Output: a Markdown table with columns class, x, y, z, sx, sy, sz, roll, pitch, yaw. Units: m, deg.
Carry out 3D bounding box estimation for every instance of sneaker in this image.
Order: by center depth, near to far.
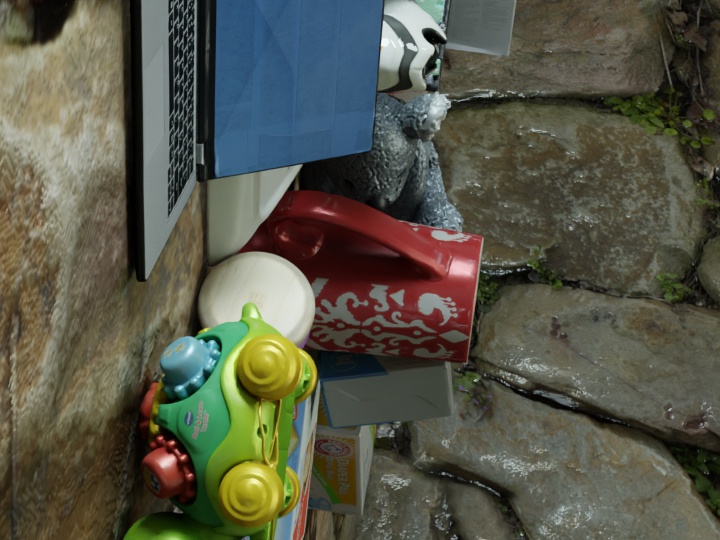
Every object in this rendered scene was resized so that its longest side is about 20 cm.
| class | x | y | z | sx | sy | sz | roll | pitch | yaw |
| --- | --- | --- | --- | --- | --- | --- | --- | --- | --- |
| sneaker | 0.027 | -0.174 | 1.080 | 0.200 | 0.079 | 0.074 | -70 | 170 | -65 |

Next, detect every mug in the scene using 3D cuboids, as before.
| class | x | y | z | sx | sy | sz | roll | pitch | yaw |
| --- | --- | --- | --- | --- | --- | --- | --- | --- | --- |
| mug | -0.002 | 0.012 | 1.172 | 0.178 | 0.198 | 0.135 | 23 | 76 | -85 |

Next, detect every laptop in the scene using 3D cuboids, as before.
| class | x | y | z | sx | sy | sz | roll | pitch | yaw |
| --- | --- | --- | --- | --- | --- | --- | --- | --- | --- |
| laptop | -0.055 | -0.116 | 0.833 | 0.201 | 0.115 | 0.189 | -75 | 171 | -58 |

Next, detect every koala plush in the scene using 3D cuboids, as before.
| class | x | y | z | sx | sy | sz | roll | pitch | yaw |
| --- | --- | --- | --- | --- | --- | --- | --- | --- | --- |
| koala plush | 0.005 | -0.111 | 1.342 | 0.200 | 0.175 | 0.186 | 78 | 6 | -74 |

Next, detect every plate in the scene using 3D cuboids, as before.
| class | x | y | z | sx | sy | sz | roll | pitch | yaw |
| --- | --- | --- | --- | --- | --- | --- | --- | --- | --- |
| plate | -0.055 | -0.128 | 1.018 | 0.201 | 0.032 | 0.200 | 98 | 15 | -47 |

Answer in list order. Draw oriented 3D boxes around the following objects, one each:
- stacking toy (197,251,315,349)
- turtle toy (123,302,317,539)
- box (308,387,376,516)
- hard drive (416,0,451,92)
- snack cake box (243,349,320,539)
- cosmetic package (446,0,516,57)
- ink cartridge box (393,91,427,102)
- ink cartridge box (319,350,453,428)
| class | x | y | z | sx | sy | sz | roll | pitch | yaw |
| --- | --- | --- | --- | --- | --- | --- | --- | --- | --- |
| stacking toy | -0.082 | 0.069 | 1.084 | 0.201 | 0.085 | 0.086 | 100 | 0 | -60 |
| turtle toy | -0.090 | 0.118 | 0.874 | 0.146 | 0.100 | 0.202 | 69 | 30 | -81 |
| box | -0.043 | 0.160 | 1.440 | 0.201 | 0.111 | 0.102 | 88 | 11 | -57 |
| hard drive | 0.022 | -0.279 | 1.345 | 0.038 | 0.138 | 0.202 | 48 | 49 | -83 |
| snack cake box | -0.080 | 0.167 | 1.277 | 0.115 | 0.066 | 0.202 | -71 | 168 | -77 |
| cosmetic package | 0.057 | -0.273 | 1.407 | 0.083 | 0.198 | 0.051 | 93 | 8 | -48 |
| ink cartridge box | 0.044 | -0.274 | 1.679 | 0.200 | 0.085 | 0.149 | 115 | -19 | -63 |
| ink cartridge box | 0.023 | 0.045 | 1.305 | 0.201 | 0.115 | 0.068 | -91 | 173 | -48 |
